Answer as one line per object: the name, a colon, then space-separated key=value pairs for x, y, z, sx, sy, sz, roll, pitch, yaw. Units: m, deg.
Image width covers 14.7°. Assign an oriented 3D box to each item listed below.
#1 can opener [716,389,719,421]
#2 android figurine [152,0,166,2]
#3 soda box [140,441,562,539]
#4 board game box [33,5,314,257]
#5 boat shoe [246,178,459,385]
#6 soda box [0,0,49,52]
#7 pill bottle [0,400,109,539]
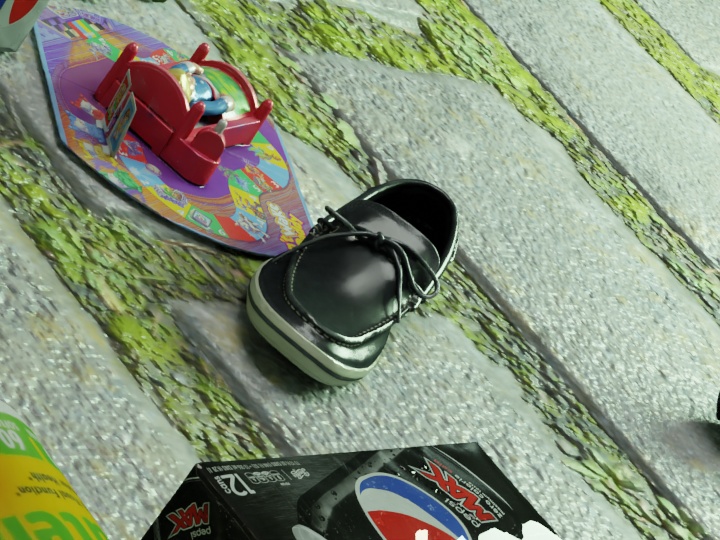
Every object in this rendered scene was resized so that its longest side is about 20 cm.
can opener: x=0.268 y=0.083 z=1.592 sx=0.200 sy=0.079 sz=0.063 roll=24 pitch=16 yaw=-49
android figurine: x=-0.184 y=-0.228 z=1.577 sx=0.200 sy=0.041 sz=0.182 roll=48 pitch=25 yaw=22
soda box: x=-0.005 y=0.117 z=1.116 sx=0.063 sy=0.071 sz=0.199 roll=48 pitch=25 yaw=25
board game box: x=-0.086 y=-0.086 z=1.434 sx=0.157 sy=0.039 sz=0.200 roll=24 pitch=26 yaw=-28
boat shoe: x=0.000 y=0.000 z=1.366 sx=0.075 sy=0.062 sz=0.200 roll=40 pitch=24 yaw=5
soda box: x=-0.232 y=-0.199 z=1.413 sx=0.200 sy=0.068 sz=0.063 roll=47 pitch=25 yaw=26
pill bottle: x=-0.104 y=0.143 z=0.871 sx=0.111 sy=0.111 sz=0.200 roll=5 pitch=38 yaw=-51
